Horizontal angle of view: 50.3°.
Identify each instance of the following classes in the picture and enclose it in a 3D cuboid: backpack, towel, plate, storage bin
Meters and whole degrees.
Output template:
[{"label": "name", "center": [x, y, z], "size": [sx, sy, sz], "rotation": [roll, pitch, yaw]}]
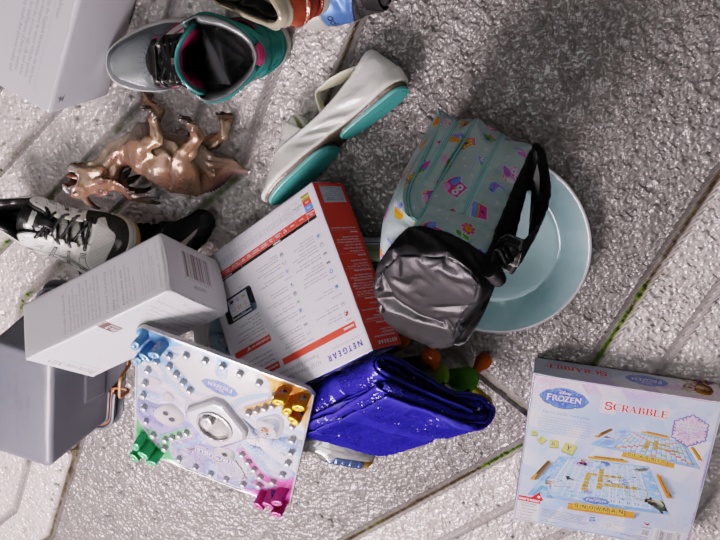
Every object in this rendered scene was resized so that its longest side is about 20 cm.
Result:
[{"label": "backpack", "center": [0.089, -0.049, 0.700], "size": [0.126, 0.201, 0.167], "rotation": [27, 150, -1]}, {"label": "towel", "center": [0.023, 0.152, 0.792], "size": [0.147, 0.050, 0.200], "rotation": [26, 148, -20]}, {"label": "plate", "center": [0.143, -0.028, 0.816], "size": [0.198, 0.026, 0.202], "rotation": [5, 112, 12]}, {"label": "storage bin", "center": [-0.374, 0.139, 0.955], "size": [0.144, 0.134, 0.202], "rotation": [15, 115, 8]}]

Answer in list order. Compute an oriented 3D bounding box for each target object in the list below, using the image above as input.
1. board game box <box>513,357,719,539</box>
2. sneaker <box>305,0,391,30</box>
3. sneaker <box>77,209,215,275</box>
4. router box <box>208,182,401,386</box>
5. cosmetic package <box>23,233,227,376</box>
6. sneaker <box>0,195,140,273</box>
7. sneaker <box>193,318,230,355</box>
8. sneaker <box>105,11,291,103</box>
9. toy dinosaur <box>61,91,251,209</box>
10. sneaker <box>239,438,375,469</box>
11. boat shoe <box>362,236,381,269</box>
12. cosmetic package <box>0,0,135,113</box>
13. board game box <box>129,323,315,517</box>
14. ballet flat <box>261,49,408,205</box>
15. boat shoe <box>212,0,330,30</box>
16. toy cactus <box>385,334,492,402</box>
[{"label": "board game box", "center": [0.283, 0.208, 0.866], "size": [0.198, 0.041, 0.201], "rotation": [8, 113, 11]}, {"label": "sneaker", "center": [-0.022, -0.332, 0.704], "size": [0.110, 0.077, 0.202], "rotation": [-4, 115, 22]}, {"label": "sneaker", "center": [-0.260, -0.027, 0.895], "size": [0.199, 0.076, 0.088], "rotation": [-34, 95, 24]}, {"label": "router box", "center": [-0.072, 0.032, 0.816], "size": [0.199, 0.049, 0.181], "rotation": [-29, 75, 37]}, {"label": "cosmetic package", "center": [-0.256, 0.043, 0.830], "size": [0.199, 0.102, 0.075], "rotation": [-26, 62, 19]}, {"label": "sneaker", "center": [-0.340, -0.041, 0.864], "size": [0.198, 0.088, 0.076], "rotation": [9, 82, 30]}, {"label": "sneaker", "center": [-0.140, 0.110, 0.922], "size": [0.081, 0.074, 0.201], "rotation": [-2, 122, 13]}, {"label": "sneaker", "center": [-0.175, -0.208, 0.760], "size": [0.198, 0.121, 0.084], "rotation": [-7, 109, 9]}, {"label": "toy dinosaur", "center": [-0.211, -0.115, 0.841], "size": [0.198, 0.086, 0.137], "rotation": [17, 114, 3]}, {"label": "sneaker", "center": [-0.071, 0.173, 0.906], "size": [0.198, 0.075, 0.089], "rotation": [13, 87, -20]}, {"label": "boat shoe", "center": [0.000, 0.000, 0.827], "size": [0.199, 0.062, 0.073], "rotation": [-13, 106, 33]}, {"label": "cosmetic package", "center": [-0.341, -0.302, 0.774], "size": [0.199, 0.123, 0.200], "rotation": [29, 115, 3]}, {"label": "board game box", "center": [-0.158, 0.170, 0.828], "size": [0.198, 0.026, 0.201], "rotation": [19, 127, 7]}, {"label": "ballet flat", "center": [-0.038, -0.151, 0.798], "size": [0.200, 0.069, 0.070], "rotation": [-39, 98, 20]}, {"label": "boat shoe", "center": [-0.118, -0.276, 0.723], "size": [0.199, 0.062, 0.072], "rotation": [33, 144, 30]}, {"label": "toy cactus", "center": [0.059, 0.097, 0.856], "size": [0.164, 0.103, 0.201], "rotation": [8, 142, 36]}]
